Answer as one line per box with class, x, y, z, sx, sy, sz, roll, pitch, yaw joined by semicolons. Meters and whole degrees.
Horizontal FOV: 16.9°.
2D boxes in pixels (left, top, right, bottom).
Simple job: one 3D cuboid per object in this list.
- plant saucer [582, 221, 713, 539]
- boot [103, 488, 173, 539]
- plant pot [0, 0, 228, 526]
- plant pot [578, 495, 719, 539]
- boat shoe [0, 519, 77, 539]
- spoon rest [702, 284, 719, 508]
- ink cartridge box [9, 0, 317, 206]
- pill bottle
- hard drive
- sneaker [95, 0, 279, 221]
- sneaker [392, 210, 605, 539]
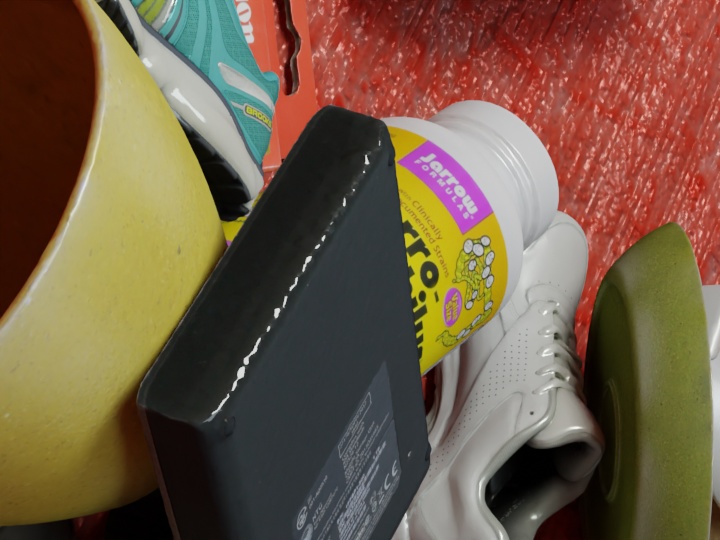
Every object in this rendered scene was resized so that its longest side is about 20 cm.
plant saucer;0.126;0.077;1.103;0.031;0.200;0.200;1;87;-3
boot;-0.076;0.168;0.988;0.200;0.077;0.138;-51;151;-55
plant pot;-0.122;0.010;0.841;0.142;0.200;0.200;39;62;-43
plant pot;0.173;0.110;1.270;0.200;0.027;0.200;3;86;-46
boat shoe;-0.170;0.143;0.873;0.202;0.072;0.060;-48;117;-41
spoon rest;0.192;0.067;1.242;0.200;0.061;0.099;49;56;-50
ink cartridge box;-0.077;-0.090;0.994;0.200;0.050;0.109;-10;96;-45
pill bottle;0.000;0.000;1.035;0.200;0.104;0.104;-37;115;-41
hard drive;-0.021;0.057;0.870;0.140;0.033;0.200;-59;157;-33
sneaker;-0.093;-0.103;0.901;0.200;0.077;0.080;55;44;-41
sneaker;0.080;0.061;1.119;0.078;0.099;0.200;38;62;-39
